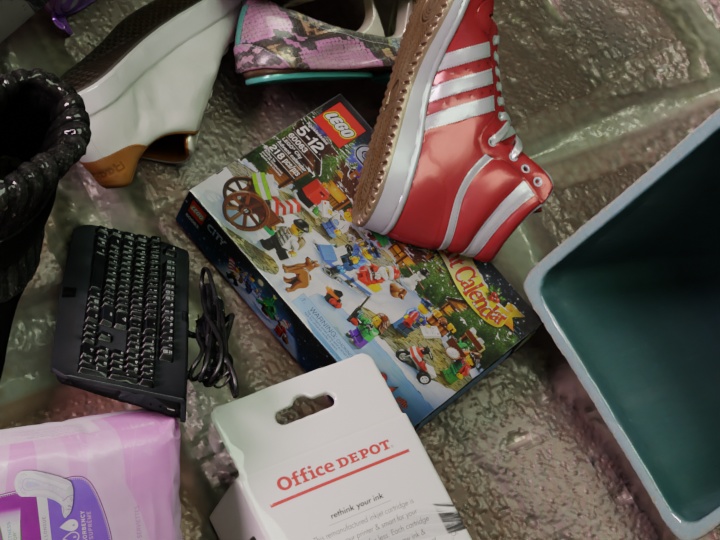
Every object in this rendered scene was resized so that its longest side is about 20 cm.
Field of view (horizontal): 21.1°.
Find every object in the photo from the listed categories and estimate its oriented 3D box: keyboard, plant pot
[{"bbox_3d":[-0.115,0.016,1.087,0.104,0.040,0.200,17,23,-13],"label":"keyboard"},{"bbox_3d":[0.266,0.023,1.208,0.199,0.196,0.196,-9,63,-50],"label":"plant pot"}]

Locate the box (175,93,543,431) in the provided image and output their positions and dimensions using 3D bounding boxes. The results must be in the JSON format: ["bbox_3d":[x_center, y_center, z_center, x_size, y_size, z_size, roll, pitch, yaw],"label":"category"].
[{"bbox_3d":[0.000,0.000,1.204,0.136,0.038,0.200,-36,79,-33],"label":"box"}]

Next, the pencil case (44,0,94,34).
[{"bbox_3d":[-0.229,-0.251,1.232,0.200,0.084,0.086,45,91,9],"label":"pencil case"}]

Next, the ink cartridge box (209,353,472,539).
[{"bbox_3d":[-0.005,0.160,1.094,0.116,0.068,0.201,-18,71,-29],"label":"ink cartridge box"}]

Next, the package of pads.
[{"bbox_3d":[-0.187,0.144,1.005,0.199,0.076,0.121,-7,95,-25],"label":"package of pads"}]

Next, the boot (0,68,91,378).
[{"bbox_3d":[-0.214,0.007,1.042,0.079,0.158,0.212,18,56,-15],"label":"boot"}]

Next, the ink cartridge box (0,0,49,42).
[{"bbox_3d":[-0.233,-0.189,1.108,0.200,0.147,0.083,-41,81,-2],"label":"ink cartridge box"}]

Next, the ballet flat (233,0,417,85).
[{"bbox_3d":[0.010,-0.150,1.255,0.199,0.069,0.072,2,90,-30],"label":"ballet flat"}]

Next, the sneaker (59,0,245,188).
[{"bbox_3d":[-0.121,-0.119,1.220,0.200,0.073,0.085,-48,121,-42],"label":"sneaker"}]

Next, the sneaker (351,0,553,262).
[{"bbox_3d":[0.076,-0.104,1.204,0.112,0.071,0.201,20,84,-14],"label":"sneaker"}]
